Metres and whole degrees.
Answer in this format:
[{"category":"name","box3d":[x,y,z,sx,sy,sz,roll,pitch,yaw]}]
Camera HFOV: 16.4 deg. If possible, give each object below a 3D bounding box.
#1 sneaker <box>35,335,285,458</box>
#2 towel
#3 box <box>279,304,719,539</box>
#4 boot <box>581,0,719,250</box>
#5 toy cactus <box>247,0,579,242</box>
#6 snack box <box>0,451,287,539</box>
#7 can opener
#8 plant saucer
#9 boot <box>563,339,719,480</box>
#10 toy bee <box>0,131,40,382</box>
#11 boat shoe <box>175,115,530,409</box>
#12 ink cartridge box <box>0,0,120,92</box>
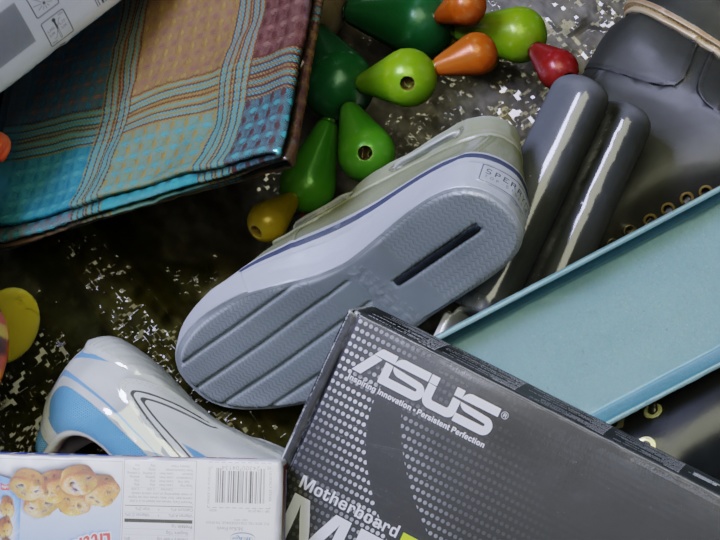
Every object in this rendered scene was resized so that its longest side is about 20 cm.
[{"category":"sneaker","box3d":[-0.055,0.105,1.118,0.200,0.072,0.073,31,91,12]},{"category":"towel","box3d":[-0.096,-0.093,1.141,0.200,0.022,0.147,-13,58,39]},{"category":"box","box3d":[0.046,0.143,1.040,0.199,0.048,0.194,27,100,11]},{"category":"boot","box3d":[0.171,-0.030,1.153,0.200,0.077,0.138,36,81,27]},{"category":"toy cactus","box3d":[-0.011,-0.099,1.181,0.199,0.102,0.165,-25,52,1]},{"category":"snack box","box3d":[-0.130,0.111,1.032,0.199,0.024,0.072,1,87,6]},{"category":"can opener","box3d":[0.060,0.008,1.124,0.053,0.067,0.201,27,86,-28]},{"category":"plant saucer","box3d":[0.095,0.033,1.079,0.199,0.019,0.070,-28,90,1]},{"category":"boot","box3d":[0.167,0.100,1.089,0.153,0.074,0.204,-7,67,13]},{"category":"toy bee","box3d":[-0.198,-0.017,1.110,0.109,0.131,0.200,-42,67,8]},{"category":"boat shoe","box3d":[0.000,0.000,1.120,0.200,0.072,0.062,-29,26,32]},{"category":"ink cartridge box","box3d":[-0.189,-0.144,1.177,0.160,0.047,0.200,-41,33,-19]}]
